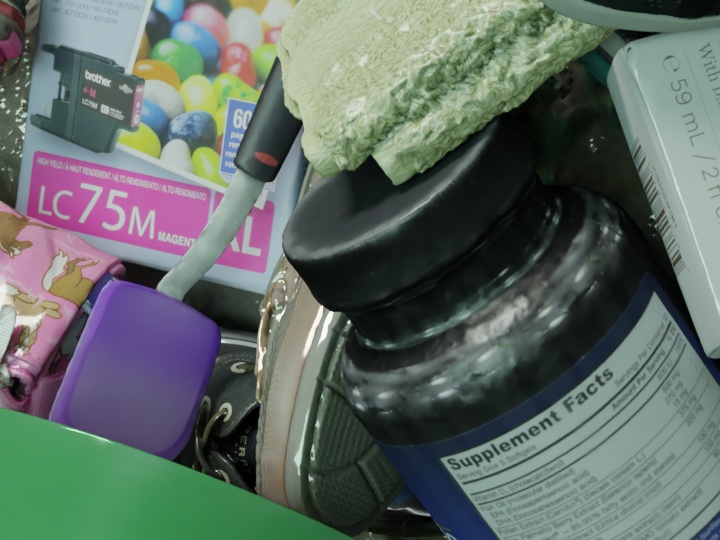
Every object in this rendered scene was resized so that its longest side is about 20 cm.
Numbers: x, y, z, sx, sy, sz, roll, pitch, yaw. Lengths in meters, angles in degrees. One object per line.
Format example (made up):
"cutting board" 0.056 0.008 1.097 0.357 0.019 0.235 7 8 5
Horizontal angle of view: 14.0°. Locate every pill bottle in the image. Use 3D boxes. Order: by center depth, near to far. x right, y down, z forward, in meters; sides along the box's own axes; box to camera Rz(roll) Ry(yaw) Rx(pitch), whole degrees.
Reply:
"pill bottle" 0.064 0.044 0.965 0.112 0.112 0.200 -27 112 25

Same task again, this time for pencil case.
"pencil case" -0.187 -0.011 1.079 0.200 0.087 0.083 28 68 0

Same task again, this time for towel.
"towel" 0.058 -0.109 0.958 0.200 0.148 0.036 -34 114 5

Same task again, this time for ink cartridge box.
"ink cartridge box" -0.061 -0.099 1.091 0.119 0.042 0.200 13 99 23

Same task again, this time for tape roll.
"tape roll" -0.066 0.105 1.024 0.200 0.200 0.048 16 77 23

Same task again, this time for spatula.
"spatula" -0.048 -0.021 1.048 0.200 0.057 0.021 -62 30 5

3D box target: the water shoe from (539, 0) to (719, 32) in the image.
"water shoe" 0.143 -0.118 0.847 0.200 0.079 0.072 -9 84 -1

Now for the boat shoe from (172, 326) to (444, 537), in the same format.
"boat shoe" -0.029 0.061 1.081 0.200 0.057 0.069 5 97 24

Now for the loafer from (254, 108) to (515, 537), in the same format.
"loafer" 0.000 0.000 1.033 0.063 0.072 0.200 3 67 40

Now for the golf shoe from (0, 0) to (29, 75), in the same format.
"golf shoe" -0.216 -0.120 1.113 0.200 0.073 0.092 4 66 9

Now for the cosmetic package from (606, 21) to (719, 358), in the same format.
"cosmetic package" 0.188 -0.051 0.914 0.200 0.074 0.102 -20 84 -1

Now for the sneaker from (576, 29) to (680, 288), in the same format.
"sneaker" 0.129 -0.017 0.993 0.200 0.077 0.080 52 123 12
